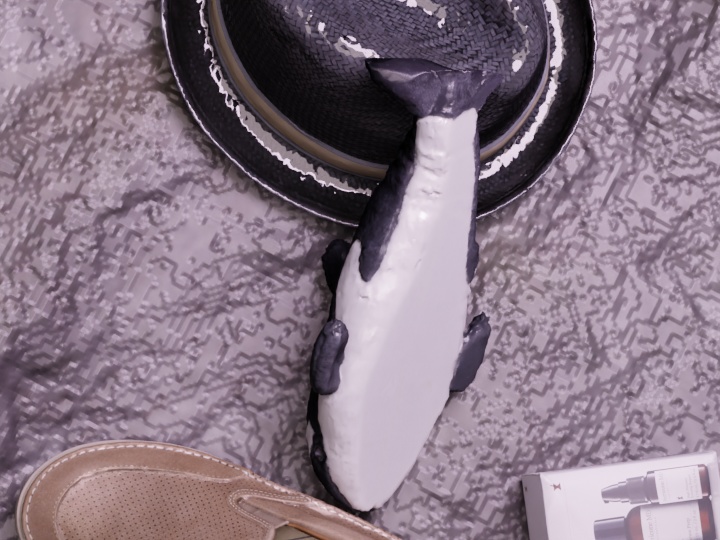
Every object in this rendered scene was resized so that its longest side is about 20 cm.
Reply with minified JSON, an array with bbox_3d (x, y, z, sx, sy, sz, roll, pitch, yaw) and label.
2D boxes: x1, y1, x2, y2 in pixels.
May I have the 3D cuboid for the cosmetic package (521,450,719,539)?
[{"bbox_3d":[0.125,0.184,1.008,0.082,0.051,0.201,-7,85,-5],"label":"cosmetic package"}]

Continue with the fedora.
[{"bbox_3d":[0.012,-0.113,1.004,0.199,0.092,0.202,0,85,-5],"label":"fedora"}]

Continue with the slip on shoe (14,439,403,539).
[{"bbox_3d":[-0.051,0.125,0.992,0.199,0.061,0.076,22,83,-3],"label":"slip on shoe"}]

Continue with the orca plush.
[{"bbox_3d":[0.000,0.000,0.993,0.105,0.071,0.201,-24,127,-37],"label":"orca plush"}]
